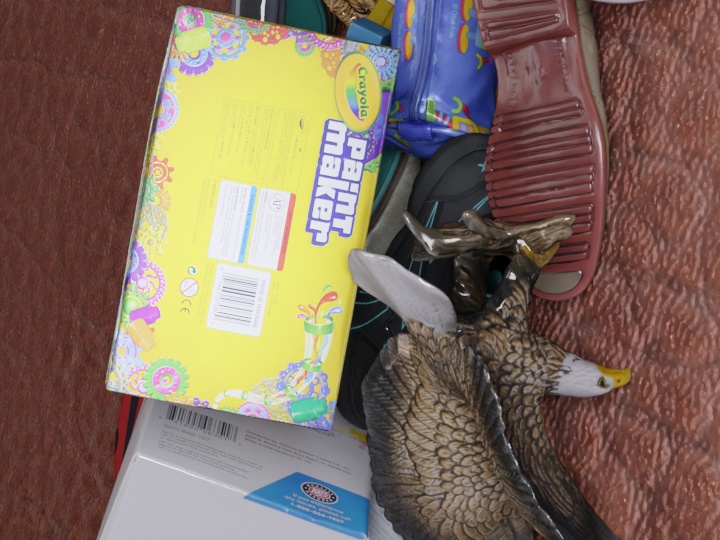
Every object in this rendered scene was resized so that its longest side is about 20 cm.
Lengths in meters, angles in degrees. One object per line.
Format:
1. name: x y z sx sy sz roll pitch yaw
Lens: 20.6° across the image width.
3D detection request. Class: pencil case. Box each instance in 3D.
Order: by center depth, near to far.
1. pencil case: 0.052 -0.167 1.194 0.078 0.087 0.202 4 86 25

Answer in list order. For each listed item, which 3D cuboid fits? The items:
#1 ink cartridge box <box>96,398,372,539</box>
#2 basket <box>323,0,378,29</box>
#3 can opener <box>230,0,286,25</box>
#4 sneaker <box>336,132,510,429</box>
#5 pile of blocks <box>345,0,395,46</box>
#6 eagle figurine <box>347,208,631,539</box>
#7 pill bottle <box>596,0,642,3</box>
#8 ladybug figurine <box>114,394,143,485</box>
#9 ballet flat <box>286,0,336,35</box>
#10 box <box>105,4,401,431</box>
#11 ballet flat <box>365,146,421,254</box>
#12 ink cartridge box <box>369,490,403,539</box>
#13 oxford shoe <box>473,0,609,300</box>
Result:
1. ink cartridge box: -0.082 0.151 1.230 0.200 0.146 0.145 -83 14 -68
2. basket: -0.031 -0.264 1.331 0.149 0.142 0.201 -61 32 35
3. can opener: -0.059 -0.117 1.298 0.053 0.066 0.202 -20 -70 -84
4. sneaker: 0.040 0.018 1.164 0.201 0.075 0.079 -65 35 24
5. pile of blocks: 0.001 -0.095 1.235 0.201 0.062 0.082 -61 -12 -16
6. eagle figurine: 0.071 0.072 1.005 0.152 0.150 0.202 12 -100 -76
7. pill bottle: 0.116 -0.239 1.041 0.116 0.115 0.201 -64 30 32
8. ladybug figurine: -0.145 0.123 1.530 0.136 0.071 0.202 7 89 65
9. ballet flat: -0.067 -0.233 1.385 0.070 0.200 0.071 -14 59 24
10. box: -0.062 -0.026 1.096 0.193 0.121 0.201 -175 96 -85
11. ballet flat: 0.000 0.000 1.264 0.067 0.062 0.201 -9 48 55
12. ink cartridge box: 0.039 0.196 1.166 0.201 0.047 0.160 -67 26 6
13. oxford shoe: 0.111 -0.085 1.085 0.070 0.075 0.202 -3 92 27
